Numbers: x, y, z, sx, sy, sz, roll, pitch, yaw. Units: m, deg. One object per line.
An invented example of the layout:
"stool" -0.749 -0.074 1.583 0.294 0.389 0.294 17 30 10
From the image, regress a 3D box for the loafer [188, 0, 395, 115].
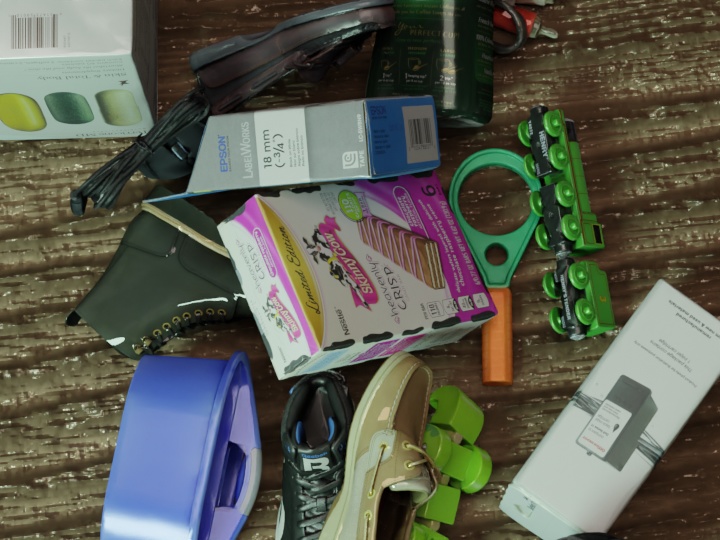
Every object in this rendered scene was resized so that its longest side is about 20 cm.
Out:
"loafer" -0.051 -0.175 1.760 0.200 0.072 0.063 -14 90 33

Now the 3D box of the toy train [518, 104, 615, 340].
"toy train" 0.172 -0.040 1.757 0.056 0.042 0.200 5 72 -44

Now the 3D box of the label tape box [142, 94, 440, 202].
"label tape box" -0.056 -0.098 1.690 0.200 0.144 0.063 -5 94 23

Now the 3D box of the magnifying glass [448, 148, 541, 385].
"magnifying glass" 0.113 -0.004 1.768 0.080 0.022 0.200 0 73 0

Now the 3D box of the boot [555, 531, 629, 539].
"boot" 0.137 0.246 1.607 0.165 0.200 0.066 -8 75 -2

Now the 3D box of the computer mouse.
"computer mouse" -0.168 -0.082 1.707 0.140 0.200 0.046 -41 93 -3

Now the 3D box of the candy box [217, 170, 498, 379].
"candy box" 0.000 0.000 1.690 0.200 0.061 0.136 -11 72 -42

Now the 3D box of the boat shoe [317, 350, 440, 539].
"boat shoe" 0.026 0.162 1.638 0.066 0.074 0.200 9 78 35

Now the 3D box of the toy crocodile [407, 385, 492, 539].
"toy crocodile" 0.051 0.188 1.695 0.062 0.067 0.200 5 73 47

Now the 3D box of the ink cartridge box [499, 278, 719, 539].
"ink cartridge box" 0.202 0.122 1.668 0.083 0.147 0.200 36 80 8

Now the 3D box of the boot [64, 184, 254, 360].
"boot" -0.127 0.040 1.737 0.200 0.077 0.138 34 83 21

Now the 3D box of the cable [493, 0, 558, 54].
"cable" 0.082 -0.243 1.831 0.200 0.050 0.097 15 93 17

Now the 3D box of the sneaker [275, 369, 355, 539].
"sneaker" -0.036 0.176 1.673 0.073 0.112 0.200 -4 74 3

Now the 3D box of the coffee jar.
"coffee jar" 0.065 -0.221 1.764 0.104 0.085 0.200 6 90 24

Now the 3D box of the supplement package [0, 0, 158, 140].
"supplement package" -0.247 -0.207 1.730 0.152 0.200 0.151 -2 76 0

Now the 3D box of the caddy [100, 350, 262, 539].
"caddy" -0.130 0.158 1.665 0.105 0.141 0.200 9 76 6
